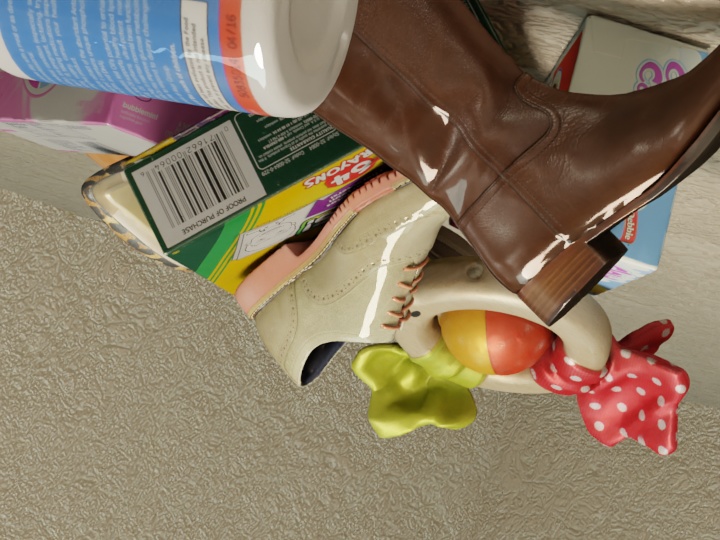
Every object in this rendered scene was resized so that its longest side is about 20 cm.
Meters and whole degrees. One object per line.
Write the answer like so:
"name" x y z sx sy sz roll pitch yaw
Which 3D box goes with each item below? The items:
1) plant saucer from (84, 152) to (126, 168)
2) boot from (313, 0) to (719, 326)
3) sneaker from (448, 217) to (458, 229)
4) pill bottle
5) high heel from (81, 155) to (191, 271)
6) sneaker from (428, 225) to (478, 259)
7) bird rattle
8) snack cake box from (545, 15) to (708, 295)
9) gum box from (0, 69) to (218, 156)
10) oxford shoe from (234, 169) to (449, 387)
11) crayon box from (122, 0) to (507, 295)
"plant saucer" -0.116 -0.077 1.262 0.199 0.032 0.200 17 165 5
"boot" 0.073 -0.103 0.845 0.200 0.187 0.064 45 -165 11
"sneaker" 0.052 -0.079 1.188 0.199 0.088 0.074 6 136 -8
"pill bottle" -0.109 -0.136 0.810 0.199 0.113 0.112 9 173 19
"high heel" -0.141 -0.044 1.140 0.142 0.072 0.200 12 -178 35
"sneaker" 0.000 0.000 1.151 0.070 0.076 0.200 -13 154 43
"bird rattle" 0.089 0.047 1.047 0.199 0.113 0.163 12 157 24
"snack cake box" 0.127 -0.056 0.985 0.067 0.116 0.200 16 176 0
"gum box" -0.149 -0.130 1.049 0.066 0.114 0.200 20 173 -34
"oxford shoe" 0.016 -0.005 0.968 0.071 0.074 0.200 -17 165 -46
"crayon box" -0.010 -0.064 0.982 0.199 0.058 0.173 -28 168 4
